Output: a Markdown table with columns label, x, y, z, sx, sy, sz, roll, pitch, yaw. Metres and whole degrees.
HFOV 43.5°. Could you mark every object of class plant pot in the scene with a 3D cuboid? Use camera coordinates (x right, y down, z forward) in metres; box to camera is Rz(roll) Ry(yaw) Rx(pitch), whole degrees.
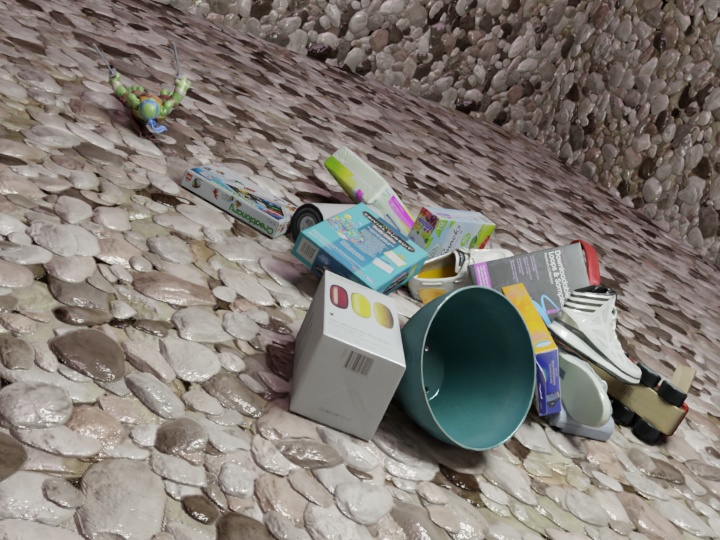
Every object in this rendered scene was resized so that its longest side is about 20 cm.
| label | x | y | z | sx | sy | sz | roll | pitch | yaw |
| --- | --- | --- | --- | --- | --- | --- | --- | --- | --- |
| plant pot | 0.113 | 0.127 | 1.180 | 0.197 | 0.205 | 0.134 | 12 | -12 | -35 |

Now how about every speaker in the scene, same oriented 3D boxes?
| label | x | y | z | sx | sy | sz | roll | pitch | yaw |
| --- | --- | --- | --- | --- | --- | --- | --- | --- | --- |
| speaker | -0.037 | -0.081 | 1.640 | 0.081 | 0.082 | 0.198 | 35 | 21 | 28 |

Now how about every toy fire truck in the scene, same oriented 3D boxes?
| label | x | y | z | sx | sy | sz | roll | pitch | yaw |
| --- | --- | --- | --- | --- | --- | --- | --- | --- | --- |
| toy fire truck | 0.496 | 0.197 | 1.567 | 0.175 | 0.130 | 0.199 | 36 | 10 | 29 |

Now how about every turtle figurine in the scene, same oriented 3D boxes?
| label | x | y | z | sx | sy | sz | roll | pitch | yaw |
| --- | --- | --- | --- | --- | --- | --- | --- | --- | --- |
| turtle figurine | -0.410 | -0.366 | 1.763 | 0.203 | 0.142 | 0.194 | 65 | -9 | -12 |

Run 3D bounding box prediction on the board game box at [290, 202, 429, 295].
| label | x | y | z | sx | sy | sz | roll | pitch | yaw |
| --- | --- | --- | --- | --- | --- | --- | --- | --- | --- |
| board game box | 0.003 | -0.026 | 1.447 | 0.150 | 0.047 | 0.199 | 38 | 31 | 14 |

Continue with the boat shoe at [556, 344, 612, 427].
| label | x | y | z | sx | sy | sz | roll | pitch | yaw |
| --- | --- | --- | --- | --- | --- | --- | --- | --- | --- |
| boat shoe | 0.340 | 0.172 | 1.379 | 0.070 | 0.071 | 0.201 | 12 | 20 | -21 |

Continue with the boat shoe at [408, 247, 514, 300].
| label | x | y | z | sx | sy | sz | roll | pitch | yaw |
| --- | --- | --- | --- | --- | --- | --- | --- | --- | --- |
| boat shoe | 0.178 | -0.006 | 1.583 | 0.195 | 0.070 | 0.072 | -12 | 54 | -1 |

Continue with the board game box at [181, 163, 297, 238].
| label | x | y | z | sx | sy | sz | roll | pitch | yaw |
| --- | --- | --- | --- | --- | --- | --- | --- | --- | --- |
| board game box | -0.207 | -0.128 | 1.615 | 0.198 | 0.035 | 0.126 | 30 | 19 | 11 |

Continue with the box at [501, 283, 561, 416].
| label | x | y | z | sx | sy | sz | roll | pitch | yaw |
| --- | --- | --- | --- | --- | --- | --- | --- | --- | --- |
| box | 0.263 | 0.124 | 1.375 | 0.041 | 0.121 | 0.201 | -13 | 33 | -3 |

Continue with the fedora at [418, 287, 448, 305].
| label | x | y | z | sx | sy | sz | roll | pitch | yaw |
| --- | --- | --- | --- | --- | --- | --- | --- | --- | --- |
| fedora | 0.151 | 0.109 | 1.373 | 0.198 | 0.083 | 0.201 | 30 | 17 | -10 |

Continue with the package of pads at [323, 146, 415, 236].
| label | x | y | z | sx | sy | sz | roll | pitch | yaw |
| --- | --- | --- | --- | --- | --- | --- | --- | --- | --- |
| package of pads | 0.025 | -0.152 | 1.837 | 0.155 | 0.068 | 0.200 | 48 | 0 | -43 |

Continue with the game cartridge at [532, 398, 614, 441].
| label | x | y | z | sx | sy | sz | roll | pitch | yaw |
| --- | --- | --- | --- | --- | --- | --- | --- | --- | --- |
| game cartridge | 0.319 | 0.195 | 1.456 | 0.131 | 0.041 | 0.201 | 20 | 20 | -29 |

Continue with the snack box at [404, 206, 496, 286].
| label | x | y | z | sx | sy | sz | roll | pitch | yaw |
| --- | --- | --- | --- | --- | --- | --- | --- | --- | --- |
| snack box | 0.156 | -0.041 | 1.687 | 0.053 | 0.144 | 0.198 | 38 | 22 | 33 |

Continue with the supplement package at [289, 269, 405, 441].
| label | x | y | z | sx | sy | sz | roll | pitch | yaw |
| --- | --- | --- | --- | --- | --- | --- | --- | --- | --- |
| supplement package | -0.019 | 0.101 | 1.149 | 0.112 | 0.111 | 0.201 | 22 | 19 | -11 |

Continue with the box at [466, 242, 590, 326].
| label | x | y | z | sx | sy | sz | roll | pitch | yaw |
| --- | --- | --- | --- | --- | --- | --- | --- | --- | --- |
| box | 0.289 | 0.043 | 1.519 | 0.195 | 0.146 | 0.036 | -12 | -15 | 2 |

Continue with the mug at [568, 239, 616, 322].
| label | x | y | z | sx | sy | sz | roll | pitch | yaw |
| --- | --- | --- | --- | --- | --- | --- | --- | --- | --- |
| mug | 0.370 | 0.044 | 1.633 | 0.130 | 0.182 | 0.200 | -4 | 12 | -9 |

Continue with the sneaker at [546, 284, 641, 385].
| label | x | y | z | sx | sy | sz | roll | pitch | yaw |
| --- | --- | --- | --- | --- | --- | --- | --- | --- | --- |
| sneaker | 0.396 | 0.096 | 1.427 | 0.199 | 0.117 | 0.076 | 32 | 2 | -25 |

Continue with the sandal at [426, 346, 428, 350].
| label | x | y | z | sx | sy | sz | roll | pitch | yaw |
| --- | --- | --- | --- | --- | --- | --- | --- | --- | --- |
| sandal | 0.061 | 0.106 | 1.328 | 0.202 | 0.050 | 0.082 | 37 | 22 | 28 |
